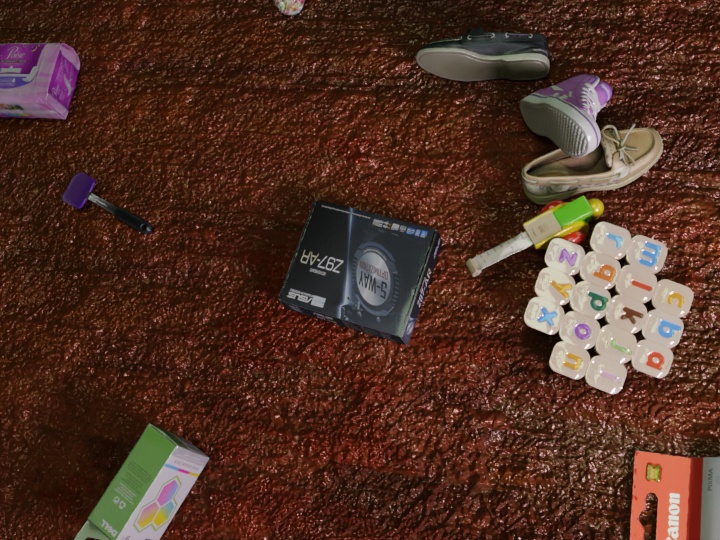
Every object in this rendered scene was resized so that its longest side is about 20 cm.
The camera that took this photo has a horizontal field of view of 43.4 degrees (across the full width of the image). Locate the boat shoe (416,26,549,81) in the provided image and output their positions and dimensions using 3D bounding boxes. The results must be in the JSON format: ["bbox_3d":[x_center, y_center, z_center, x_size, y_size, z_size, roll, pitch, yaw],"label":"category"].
[{"bbox_3d":[0.182,-0.326,1.332,0.195,0.075,0.068,4,69,18],"label":"boat shoe"}]

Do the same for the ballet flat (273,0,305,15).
[{"bbox_3d":[-0.126,-0.524,1.505,0.074,0.064,0.205,-8,69,13],"label":"ballet flat"}]

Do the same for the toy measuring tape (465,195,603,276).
[{"bbox_3d":[0.236,-0.038,1.210,0.197,0.074,0.075,-29,65,4],"label":"toy measuring tape"}]

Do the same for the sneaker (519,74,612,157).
[{"bbox_3d":[0.298,-0.221,1.214,0.112,0.074,0.201,-24,27,-1],"label":"sneaker"}]

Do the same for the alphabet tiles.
[{"bbox_3d":[0.315,0.047,1.155,0.192,0.015,0.204,20,87,9],"label":"alphabet tiles"}]

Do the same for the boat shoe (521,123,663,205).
[{"bbox_3d":[0.316,-0.147,1.229,0.196,0.063,0.075,-23,65,7],"label":"boat shoe"}]

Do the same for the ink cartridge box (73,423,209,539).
[{"bbox_3d":[-0.298,0.317,1.224,0.059,0.104,0.202,29,80,25],"label":"ink cartridge box"}]

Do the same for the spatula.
[{"bbox_3d":[-0.407,-0.103,1.458,0.197,0.021,0.057,27,86,23],"label":"spatula"}]

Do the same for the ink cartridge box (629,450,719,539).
[{"bbox_3d":[0.414,0.295,1.044,0.195,0.050,0.166,5,72,15],"label":"ink cartridge box"}]

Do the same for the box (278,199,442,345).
[{"bbox_3d":[0.000,0.000,1.283,0.196,0.044,0.163,16,75,21],"label":"box"}]

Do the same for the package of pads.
[{"bbox_3d":[-0.592,-0.331,1.570,0.195,0.076,0.123,4,73,18],"label":"package of pads"}]
